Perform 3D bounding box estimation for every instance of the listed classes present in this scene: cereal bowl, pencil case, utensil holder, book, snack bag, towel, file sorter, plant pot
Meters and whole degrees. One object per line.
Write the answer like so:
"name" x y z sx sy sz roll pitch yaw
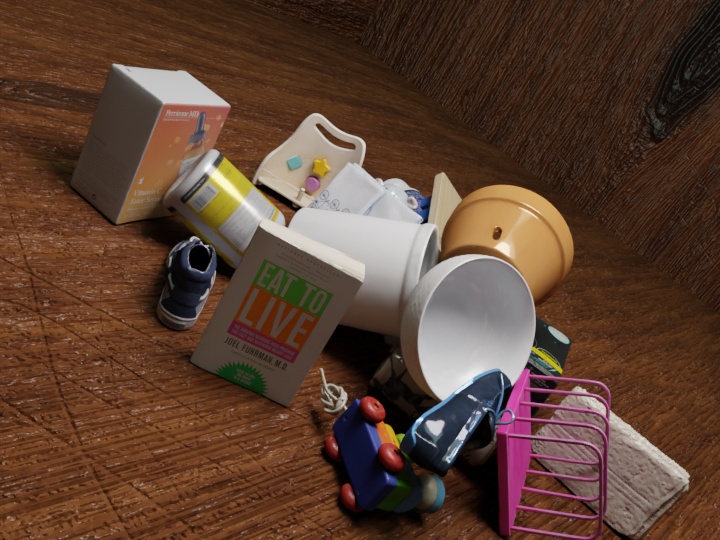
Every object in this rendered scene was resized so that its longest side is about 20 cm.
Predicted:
"cereal bowl" 0.130 0.075 0.899 0.199 0.201 0.083 15 -2 -33
"pencil case" 0.106 0.181 0.952 0.200 0.078 0.089 37 26 14
"utensil holder" 0.000 0.000 0.998 0.199 0.171 0.170 12 20 14
"book" -0.099 0.052 0.807 0.133 0.201 0.048 26 24 -11
"snack bag" -0.019 -0.072 1.176 0.200 0.189 0.021 44 -1 34
"towel" 0.353 0.276 0.991 0.200 0.133 0.034 42 24 22
"file sorter" 0.257 0.234 0.896 0.125 0.140 0.200 1 15 21
"plant pot" 0.199 -0.008 1.017 0.200 0.200 0.140 34 39 8

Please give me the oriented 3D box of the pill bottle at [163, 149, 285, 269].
"pill bottle" -0.184 -0.074 1.025 0.200 0.112 0.112 45 18 -21

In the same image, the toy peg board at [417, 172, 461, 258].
"toy peg board" 0.153 -0.036 1.287 0.199 0.097 0.201 50 34 -30

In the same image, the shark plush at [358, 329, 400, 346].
"shark plush" 0.008 0.073 1.113 0.199 0.091 0.083 3 10 -11

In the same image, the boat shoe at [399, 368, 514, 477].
"boat shoe" 0.122 0.181 0.794 0.069 0.084 0.200 41 43 23

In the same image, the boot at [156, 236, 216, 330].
"boot" -0.218 -0.010 0.924 0.072 0.091 0.200 22 25 -20

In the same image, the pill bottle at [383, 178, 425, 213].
"pill bottle" 0.106 -0.104 1.464 0.115 0.116 0.200 10 31 -39

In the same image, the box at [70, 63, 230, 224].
"box" -0.310 -0.186 1.022 0.106 0.201 0.152 38 25 16

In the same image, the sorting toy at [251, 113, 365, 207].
"sorting toy" -0.080 -0.203 1.356 0.199 0.180 0.107 32 24 1

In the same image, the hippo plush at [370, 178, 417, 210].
"hippo plush" 0.046 -0.070 1.268 0.159 0.161 0.200 39 25 18

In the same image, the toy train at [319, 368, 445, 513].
"toy train" 0.022 0.199 0.825 0.115 0.085 0.200 28 21 -34

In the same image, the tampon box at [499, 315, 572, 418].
"tampon box" 0.236 0.146 1.113 0.150 0.127 0.200 35 24 10
